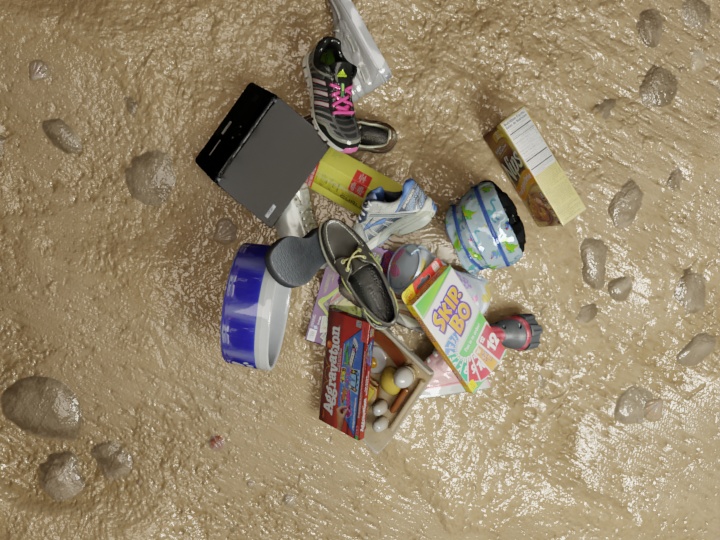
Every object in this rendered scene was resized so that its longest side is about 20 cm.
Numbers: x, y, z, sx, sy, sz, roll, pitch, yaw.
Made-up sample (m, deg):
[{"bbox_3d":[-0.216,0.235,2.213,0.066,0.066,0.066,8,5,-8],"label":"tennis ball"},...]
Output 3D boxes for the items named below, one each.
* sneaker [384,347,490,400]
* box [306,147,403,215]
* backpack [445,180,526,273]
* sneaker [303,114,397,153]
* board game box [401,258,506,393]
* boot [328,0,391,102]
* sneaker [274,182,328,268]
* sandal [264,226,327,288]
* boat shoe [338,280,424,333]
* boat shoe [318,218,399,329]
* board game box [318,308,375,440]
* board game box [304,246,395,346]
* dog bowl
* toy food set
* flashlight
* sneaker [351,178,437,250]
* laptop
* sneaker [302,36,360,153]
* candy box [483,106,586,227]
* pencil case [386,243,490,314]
[{"bbox_3d":[0.131,0.178,1.008,0.194,0.075,0.108,-11,78,7],"label":"sneaker"},{"bbox_3d":[-0.011,-0.149,0.978,0.196,0.076,0.051,30,51,-3],"label":"box"},{"bbox_3d":[0.213,-0.069,0.931,0.150,0.200,0.168,-20,94,1],"label":"backpack"},{"bbox_3d":[-0.030,-0.247,0.976,0.193,0.076,0.073,1,93,-2],"label":"sneaker"},{"bbox_3d":[0.151,0.087,0.881,0.095,0.030,0.202,-42,103,-21],"label":"board game box"},{"bbox_3d":[-0.032,-0.402,0.973,0.094,0.073,0.203,-30,86,9],"label":"boot"},{"bbox_3d":[-0.108,-0.098,0.967,0.084,0.073,0.201,-39,89,29],"label":"sneaker"},{"bbox_3d":[-0.097,-0.019,0.877,0.042,0.200,0.078,-13,96,23],"label":"sandal"},{"bbox_3d":[0.048,0.047,0.975,0.197,0.075,0.074,25,86,-32],"label":"boat shoe"},{"bbox_3d":[0.000,0.000,0.884,0.071,0.061,0.204,-33,89,-10],"label":"boat shoe"},{"bbox_3d":[-0.025,0.178,0.961,0.019,0.101,0.207,-3,102,-45],"label":"board game box"},{"bbox_3d":[-0.019,0.046,1.015,0.117,0.032,0.206,17,92,1],"label":"board game box"},{"bbox_3d":[-0.170,0.059,0.926,0.076,0.200,0.207,8,93,1],"label":"dog bowl"},{"bbox_3d":[0.026,0.198,0.956,0.143,0.060,0.203,40,117,21],"label":"toy food set"},{"bbox_3d":[0.227,0.116,0.963,0.195,0.068,0.069,-4,54,-31],"label":"flashlight"},{"bbox_3d":[0.028,-0.095,0.929,0.196,0.078,0.086,-24,113,28],"label":"sneaker"},{"bbox_3d":[-0.175,-0.206,0.960,0.103,0.199,0.179,36,92,-41],"label":"laptop"},{"bbox_3d":[-0.040,-0.293,0.901,0.072,0.087,0.205,-7,72,-30],"label":"sneaker"},{"bbox_3d":[0.301,-0.175,0.969,0.055,0.115,0.202,-34,93,0],"label":"candy box"},{"bbox_3d":[0.137,0.025,0.948,0.197,0.084,0.091,22,121,-34],"label":"pencil case"}]
